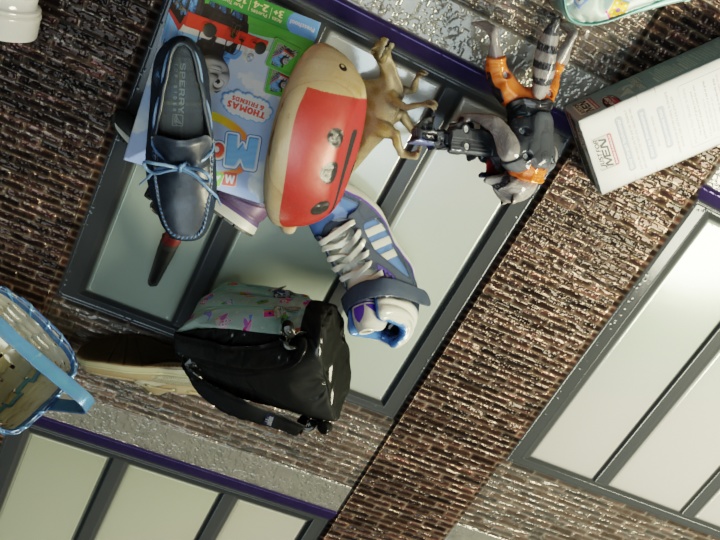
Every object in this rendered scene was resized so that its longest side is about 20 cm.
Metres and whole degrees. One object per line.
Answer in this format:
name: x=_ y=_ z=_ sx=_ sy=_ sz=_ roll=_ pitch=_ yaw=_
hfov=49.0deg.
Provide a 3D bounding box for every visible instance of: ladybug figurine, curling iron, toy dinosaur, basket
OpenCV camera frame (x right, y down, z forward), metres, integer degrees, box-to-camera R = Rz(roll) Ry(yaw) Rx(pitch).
ladybug figurine: x=-0.044 y=-0.131 z=0.824 sx=0.072 sy=0.136 sz=0.201 roll=19 pitch=108 yaw=14
curling iron: x=-0.226 y=-0.041 z=0.904 sx=0.049 sy=0.026 sz=0.200 roll=19 pitch=144 yaw=-8
toy dinosaur: x=0.028 y=-0.168 z=0.885 sx=0.101 sy=0.058 sz=0.200 roll=23 pitch=129 yaw=4
basket: x=-0.410 y=0.107 z=0.918 sx=0.200 sy=0.139 sz=0.176 roll=-16 pitch=122 yaw=45

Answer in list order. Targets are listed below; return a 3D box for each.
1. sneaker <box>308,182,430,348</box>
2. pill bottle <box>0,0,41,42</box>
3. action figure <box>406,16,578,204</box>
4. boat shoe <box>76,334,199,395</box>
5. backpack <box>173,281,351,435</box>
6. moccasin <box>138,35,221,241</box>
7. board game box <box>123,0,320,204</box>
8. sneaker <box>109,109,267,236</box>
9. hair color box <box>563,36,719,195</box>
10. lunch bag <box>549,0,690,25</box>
sneaker: x=0.000 y=0.000 z=0.903 sx=0.080 sy=0.147 sz=0.200 roll=-28 pitch=122 yaw=24
pill bottle: x=-0.327 y=-0.324 z=0.735 sx=0.112 sy=0.112 sz=0.200 roll=16 pitch=117 yaw=-12
action figure: x=0.154 y=-0.163 z=0.834 sx=0.199 sy=0.104 sz=0.194 roll=-8 pitch=104 yaw=-31
boat shoe: x=-0.259 y=0.130 z=1.009 sx=0.199 sy=0.072 sz=0.065 roll=6 pitch=117 yaw=-13
backpack: x=-0.116 y=0.094 z=0.936 sx=0.199 sy=0.127 sz=0.167 roll=7 pitch=124 yaw=20
moccasin: x=-0.181 y=-0.126 z=0.770 sx=0.080 sy=0.068 sz=0.201 roll=-7 pitch=101 yaw=-11
board game box: x=-0.143 y=-0.187 z=0.823 sx=0.151 sy=0.037 sz=0.201 roll=17 pitch=95 yaw=-15
sneaker: x=-0.178 y=-0.130 z=0.885 sx=0.200 sy=0.076 sz=0.088 roll=36 pitch=91 yaw=-21
hair color box: x=0.343 y=-0.175 z=0.887 sx=0.199 sy=0.061 sz=0.099 roll=-24 pitch=117 yaw=8
lunch bag: x=0.281 y=-0.337 z=0.786 sx=0.199 sy=0.077 sz=0.161 roll=-14 pitch=118 yaw=4
